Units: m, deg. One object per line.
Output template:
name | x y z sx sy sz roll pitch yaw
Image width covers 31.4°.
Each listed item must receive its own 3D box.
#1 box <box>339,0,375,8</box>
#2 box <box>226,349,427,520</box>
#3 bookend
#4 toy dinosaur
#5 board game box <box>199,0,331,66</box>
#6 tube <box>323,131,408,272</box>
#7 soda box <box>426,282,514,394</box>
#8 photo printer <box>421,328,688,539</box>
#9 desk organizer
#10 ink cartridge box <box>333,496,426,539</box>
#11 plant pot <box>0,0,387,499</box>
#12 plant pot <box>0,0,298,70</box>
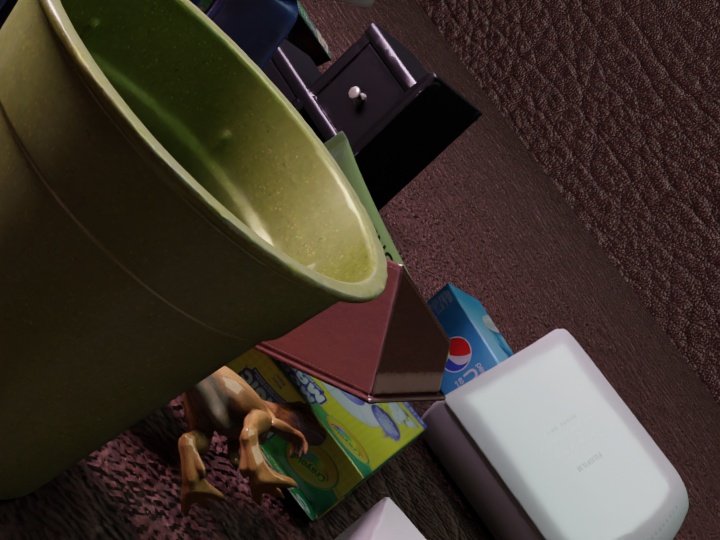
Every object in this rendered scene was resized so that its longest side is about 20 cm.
box | -0.035 -0.301 0.757 0.199 0.201 0.130 48 25 24
box | -0.028 0.091 0.856 0.118 0.048 0.200 51 17 7
bookend | -0.031 -0.153 1.139 0.092 0.200 0.200 24 29 -57
toy dinosaur | -0.080 0.069 0.686 0.200 0.060 0.107 53 19 -52
board game box | -0.115 -0.251 1.237 0.200 0.103 0.024 52 24 -51
tube | 0.000 0.000 0.906 0.058 0.051 0.201 -57 131 -34
soda box | 0.120 0.112 1.184 0.068 0.064 0.201 27 28 -53
photo printer | 0.165 0.164 1.045 0.165 0.070 0.201 -24 70 -34
desk organizer | -0.036 0.009 0.772 0.198 0.078 0.071 21 11 39
ink cartridge box | 0.013 0.223 0.463 0.200 0.147 0.145 49 15 -1
plant pot | -0.122 -0.005 0.551 0.200 0.190 0.201 44 15 -15
plant pot | -0.173 -0.174 0.818 0.179 0.200 0.201 31 22 -29
